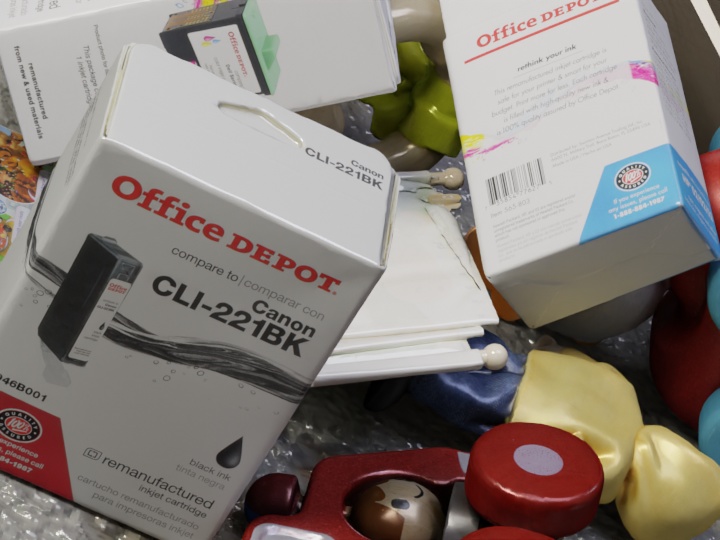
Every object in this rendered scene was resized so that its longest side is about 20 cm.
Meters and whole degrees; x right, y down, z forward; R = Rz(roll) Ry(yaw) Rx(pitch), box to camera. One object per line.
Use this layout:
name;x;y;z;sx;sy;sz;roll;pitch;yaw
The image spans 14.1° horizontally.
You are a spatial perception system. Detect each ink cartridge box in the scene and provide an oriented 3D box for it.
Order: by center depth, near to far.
ink cartridge box;-0.090;0.015;1.351;0.144;0.200;0.084;25;33;-12
ink cartridge box;-0.086;-0.140;1.551;0.199;0.084;0.145;-11;28;3
ink cartridge box;0.115;-0.084;1.581;0.068;0.115;0.201;45;30;-52

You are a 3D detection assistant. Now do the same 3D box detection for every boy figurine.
boy figurine;0.105;0.080;1.560;0.199;0.065;0.125;28;33;-10

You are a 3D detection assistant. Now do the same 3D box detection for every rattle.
rattle;-0.036;-0.117;1.665;0.199;0.131;0.143;-16;57;-24

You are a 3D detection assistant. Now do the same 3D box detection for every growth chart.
growth chart;0.000;0.000;1.538;0.144;0.018;0.200;-1;34;-9

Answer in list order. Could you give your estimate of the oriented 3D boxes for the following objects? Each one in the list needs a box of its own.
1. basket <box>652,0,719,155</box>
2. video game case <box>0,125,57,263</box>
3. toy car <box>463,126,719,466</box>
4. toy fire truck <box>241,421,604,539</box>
basket;0.230;-0.113;1.845;0.135;0.181;0.201;-17;66;-24
video game case;-0.131;-0.002;1.507;0.199;0.018;0.144;23;35;-16
toy car;0.154;0.010;1.650;0.199;0.178;0.185;3;30;6
toy fire truck;0.021;0.145;1.380;0.167;0.113;0.200;12;33;2
